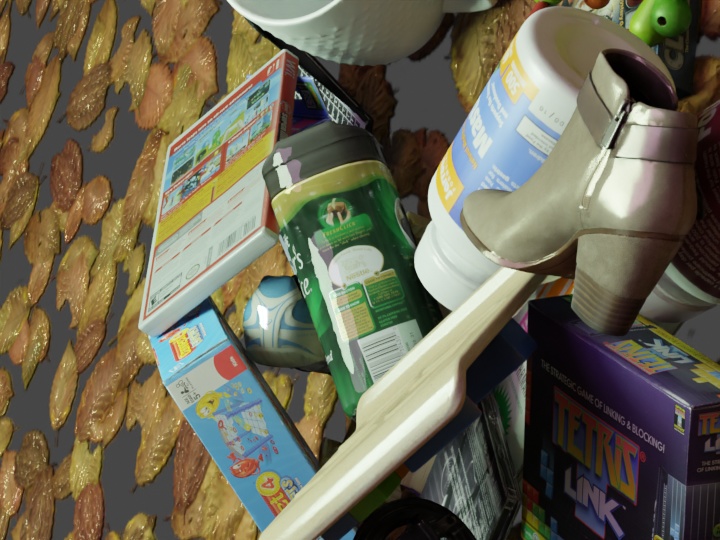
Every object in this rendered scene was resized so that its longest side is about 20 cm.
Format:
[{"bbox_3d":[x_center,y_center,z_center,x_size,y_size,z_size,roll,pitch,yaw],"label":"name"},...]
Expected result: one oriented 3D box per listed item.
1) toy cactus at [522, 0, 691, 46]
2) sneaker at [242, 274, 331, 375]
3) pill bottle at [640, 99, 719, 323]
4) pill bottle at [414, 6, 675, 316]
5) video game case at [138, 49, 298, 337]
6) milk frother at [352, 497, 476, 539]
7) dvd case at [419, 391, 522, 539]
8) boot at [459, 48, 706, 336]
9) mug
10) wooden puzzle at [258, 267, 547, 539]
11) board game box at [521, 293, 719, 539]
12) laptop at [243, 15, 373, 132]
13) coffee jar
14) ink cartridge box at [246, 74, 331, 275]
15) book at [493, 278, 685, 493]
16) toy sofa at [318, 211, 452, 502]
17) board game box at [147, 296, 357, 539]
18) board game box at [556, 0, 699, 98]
[{"bbox_3d":[0.196,-0.227,1.555,0.200,0.102,0.165,-17,52,39],"label":"toy cactus"},{"bbox_3d":[-0.033,0.043,1.786,0.072,0.200,0.073,9,86,17],"label":"sneaker"},{"bbox_3d":[0.234,-0.048,1.400,0.200,0.114,0.114,-34,47,49],"label":"pill bottle"},{"bbox_3d":[0.111,-0.063,1.545,0.200,0.112,0.112,-59,31,36],"label":"pill bottle"},{"bbox_3d":[-0.104,-0.059,1.765,0.143,0.017,0.200,-37,33,34],"label":"video game case"},{"bbox_3d":[0.048,0.259,1.468,0.188,0.180,0.200,-44,63,41],"label":"milk frother"},{"bbox_3d":[0.061,0.188,1.625,0.149,0.016,0.200,-102,28,-57],"label":"dvd case"},{"bbox_3d":[0.132,-0.059,1.397,0.200,0.070,0.146,40,123,51],"label":"boot"},{"bbox_3d":[0.013,-0.230,1.840,0.200,0.175,0.148,8,81,29],"label":"mug"},{"bbox_3d":[0.036,0.088,1.444,0.185,0.046,0.200,-44,4,30],"label":"wooden puzzle"},{"bbox_3d":[0.165,0.121,1.434,0.200,0.057,0.166,-145,50,-61],"label":"board game box"},{"bbox_3d":[-0.077,-0.134,1.952,0.187,0.116,0.200,-128,44,-58],"label":"laptop"},{"bbox_3d":[0.000,0.000,1.632,0.085,0.104,0.200,-21,78,7],"label":"coffee jar"},{"bbox_3d":[-0.037,-0.054,1.841,0.119,0.042,0.200,13,127,62],"label":"ink cartridge box"},{"bbox_3d":[0.146,0.039,1.591,0.200,0.048,0.134,-59,25,26],"label":"book"},{"bbox_3d":[0.046,0.065,1.728,0.083,0.097,0.200,-101,31,-83],"label":"toy sofa"},{"bbox_3d":[-0.076,0.124,1.732,0.056,0.200,0.196,-33,13,-2],"label":"board game box"},{"bbox_3d":[0.183,-0.201,1.657,0.135,0.035,0.200,-22,56,55],"label":"board game box"}]
